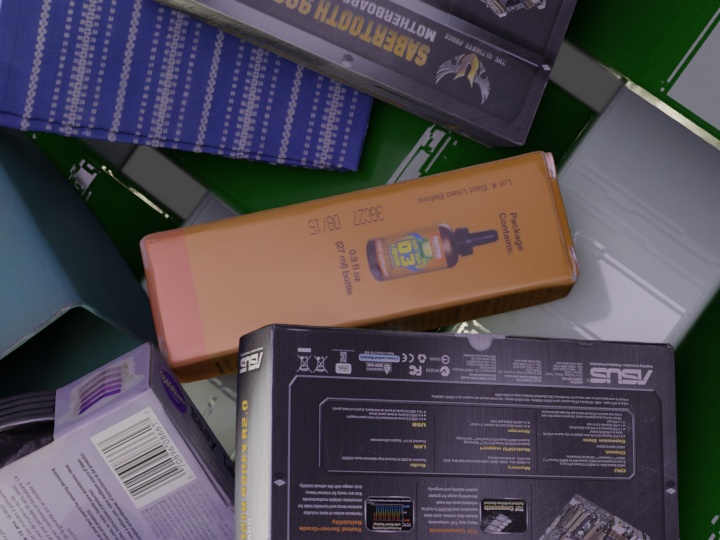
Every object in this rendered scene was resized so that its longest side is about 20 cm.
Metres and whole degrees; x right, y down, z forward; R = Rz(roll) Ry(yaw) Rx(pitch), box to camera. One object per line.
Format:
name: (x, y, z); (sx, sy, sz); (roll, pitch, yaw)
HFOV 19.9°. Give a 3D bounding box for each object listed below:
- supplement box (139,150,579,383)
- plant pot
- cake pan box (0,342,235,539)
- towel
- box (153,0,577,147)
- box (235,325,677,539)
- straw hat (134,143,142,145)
supplement box: (0.000, 0.000, 0.973); (0.199, 0.069, 0.067); (-12, 78, 0)
plant pot: (-0.208, -0.006, 1.015); (0.141, 0.141, 0.201); (-35, 67, 6)
cake pan box: (-0.129, 0.151, 0.953); (0.183, 0.052, 0.201); (-29, 115, 7)
towel: (-0.082, -0.129, 0.990); (0.199, 0.024, 0.146); (8, 99, -20)
box: (0.013, -0.167, 0.975); (0.199, 0.048, 0.159); (21, 87, -18)
box: (0.045, 0.109, 0.914); (0.199, 0.048, 0.160); (3, 81, -20)
straw hat: (-0.100, -0.166, 1.030); (0.200, 0.085, 0.203); (-4, 105, -16)
